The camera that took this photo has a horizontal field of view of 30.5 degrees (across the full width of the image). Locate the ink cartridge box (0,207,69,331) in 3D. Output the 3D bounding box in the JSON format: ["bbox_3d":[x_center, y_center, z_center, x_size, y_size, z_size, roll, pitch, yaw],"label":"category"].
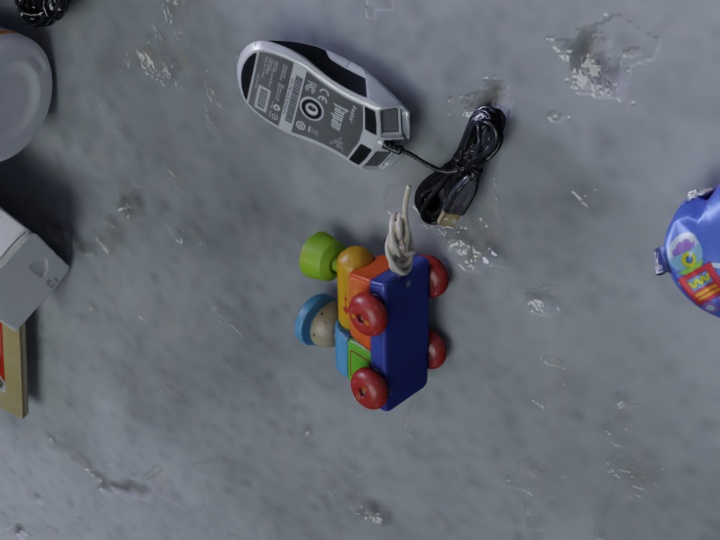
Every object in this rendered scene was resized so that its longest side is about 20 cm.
[{"bbox_3d":[-0.381,-0.044,1.207,0.200,0.083,0.147,36,170,10],"label":"ink cartridge box"}]

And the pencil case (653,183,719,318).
[{"bbox_3d":[0.266,-0.045,0.776,0.200,0.078,0.087,-41,75,46],"label":"pencil case"}]

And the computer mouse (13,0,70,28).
[{"bbox_3d":[-0.278,-0.296,1.027,0.200,0.053,0.138,47,138,-15],"label":"computer mouse"}]

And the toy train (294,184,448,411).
[{"bbox_3d":[0.000,0.000,1.010,0.115,0.084,0.201,28,134,36],"label":"toy train"}]

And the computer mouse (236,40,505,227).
[{"bbox_3d":[0.004,-0.113,0.949,0.199,0.044,0.110,30,138,8],"label":"computer mouse"}]

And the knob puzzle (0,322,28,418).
[{"bbox_3d":[-0.421,0.043,1.378,0.219,0.030,0.221,19,130,25],"label":"knob puzzle"}]

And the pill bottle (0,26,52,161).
[{"bbox_3d":[-0.374,-0.176,1.133,0.199,0.112,0.113,23,131,22],"label":"pill bottle"}]
